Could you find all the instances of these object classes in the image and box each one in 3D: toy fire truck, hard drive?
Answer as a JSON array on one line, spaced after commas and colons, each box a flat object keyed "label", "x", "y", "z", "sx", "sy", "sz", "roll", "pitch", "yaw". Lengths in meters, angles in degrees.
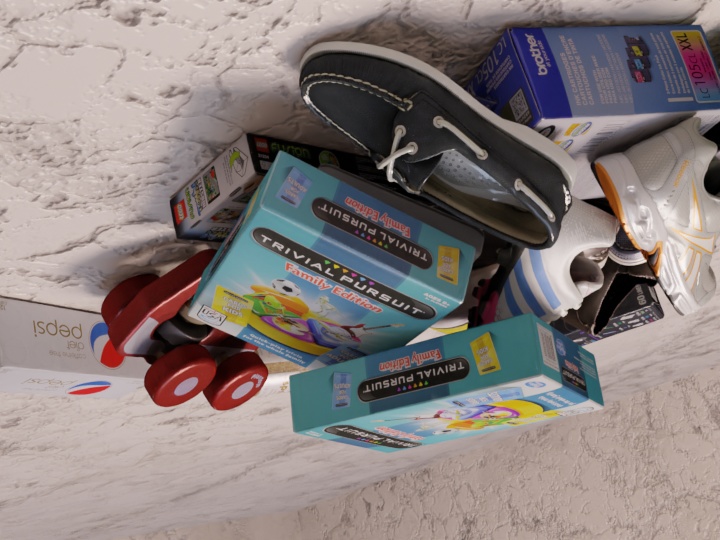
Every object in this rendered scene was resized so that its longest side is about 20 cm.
[{"label": "toy fire truck", "x": -0.132, "y": 0.034, "z": 0.846, "sx": 0.168, "sy": 0.112, "sz": 0.199, "roll": -47, "pitch": 153, "yaw": 14}, {"label": "hard drive", "x": 0.000, "y": 0.000, "z": 0.726, "sx": 0.131, "sy": 0.026, "sz": 0.200, "roll": 22, "pitch": 149, "yaw": -7}]

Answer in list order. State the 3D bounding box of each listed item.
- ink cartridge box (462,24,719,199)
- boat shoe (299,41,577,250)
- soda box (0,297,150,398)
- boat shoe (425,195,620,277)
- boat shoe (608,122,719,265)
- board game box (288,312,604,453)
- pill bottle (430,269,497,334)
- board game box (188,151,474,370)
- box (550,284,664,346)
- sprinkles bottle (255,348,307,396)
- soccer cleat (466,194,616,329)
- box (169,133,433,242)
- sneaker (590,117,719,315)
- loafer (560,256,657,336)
[{"label": "ink cartridge box", "x": 0.145, "y": -0.109, "z": 0.660, "sx": 0.198, "sy": 0.077, "sz": 0.137, "roll": -9, "pitch": 160, "yaw": -23}, {"label": "boat shoe", "x": 0.047, "y": -0.077, "z": 0.573, "sx": 0.198, "sy": 0.061, "sz": 0.076, "roll": 22, "pitch": 151, "yaw": -7}, {"label": "soda box", "x": -0.292, "y": 0.081, "z": 0.881, "sx": 0.063, "sy": 0.069, "sz": 0.199, "roll": -24, "pitch": 160, "yaw": 25}, {"label": "boat shoe", "x": 0.116, "y": -0.036, "z": 0.742, "sx": 0.197, "sy": 0.072, "sz": 0.060, "roll": 2, "pitch": 141, "yaw": -7}, {"label": "boat shoe", "x": 0.258, "y": -0.086, "z": 0.724, "sx": 0.201, "sy": 0.075, "sz": 0.093, "roll": -57, "pitch": 163, "yaw": 20}, {"label": "board game box", "x": 0.069, "y": 0.095, "z": 0.697, "sx": 0.198, "sy": 0.047, "sz": 0.151, "roll": -18, "pitch": 156, "yaw": 26}, {"label": "pill bottle", "x": 0.096, "y": 0.006, "z": 0.884, "sx": 0.113, "sy": 0.116, "sz": 0.200, "roll": -19, "pitch": 168, "yaw": 13}, {"label": "board game box", "x": -0.031, "y": 0.011, "z": 0.673, "sx": 0.150, "sy": 0.047, "sz": 0.200, "roll": 25, "pitch": 149, "yaw": -13}, {"label": "box", "x": 0.229, "y": 0.024, "z": 1.038, "sx": 0.198, "sy": 0.124, "sz": 0.106, "roll": -22, "pitch": 161, "yaw": 20}, {"label": "sprinkles bottle", "x": -0.081, "y": 0.108, "z": 1.044, "sx": 0.198, "sy": 0.069, "sz": 0.068, "roll": -3, "pitch": 158, "yaw": -30}, {"label": "soccer cleat", "x": 0.134, "y": 0.021, "z": 0.694, "sx": 0.085, "sy": 0.070, "sz": 0.201, "roll": 14, "pitch": 142, "yaw": 1}, {"label": "box", "x": -0.041, "y": -0.056, "z": 0.735, "sx": 0.199, "sy": 0.035, "sz": 0.110, "roll": 4, "pitch": 154, "yaw": -45}, {"label": "sneaker", "x": 0.250, "y": -0.036, "z": 0.676, "sx": 0.091, "sy": 0.076, "sz": 0.200, "roll": -30, "pitch": 141, "yaw": 17}, {"label": "loafer", "x": 0.257, "y": -0.018, "z": 0.822, "sx": 0.073, "sy": 0.072, "sz": 0.201, "roll": 16, "pitch": 118, "yaw": -47}]
